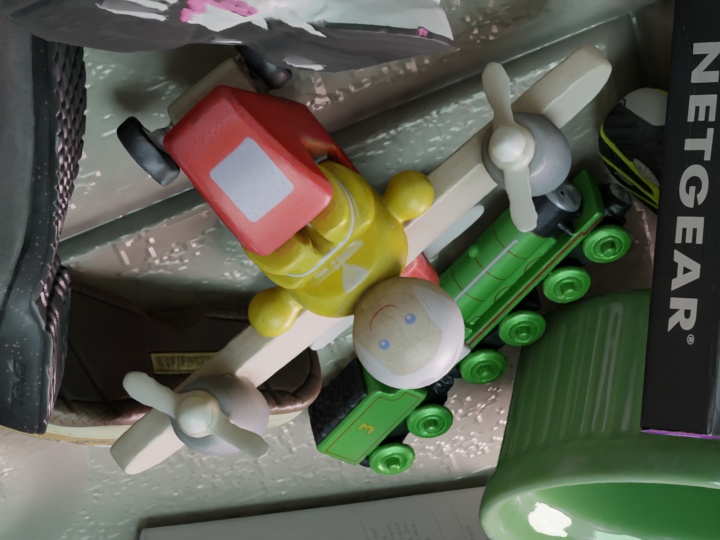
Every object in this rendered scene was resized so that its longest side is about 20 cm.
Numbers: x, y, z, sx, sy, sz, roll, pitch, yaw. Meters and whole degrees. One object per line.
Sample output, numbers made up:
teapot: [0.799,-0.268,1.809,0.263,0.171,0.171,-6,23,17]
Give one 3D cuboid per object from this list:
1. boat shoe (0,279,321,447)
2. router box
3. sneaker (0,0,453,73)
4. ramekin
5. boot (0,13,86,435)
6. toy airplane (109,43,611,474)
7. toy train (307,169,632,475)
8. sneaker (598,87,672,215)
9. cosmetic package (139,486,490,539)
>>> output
boat shoe: [-0.116,0.052,1.236,0.200,0.072,0.076,10,149,-34]
router box: [0.197,-0.025,1.202,0.149,0.200,0.051,6,178,-34]
sneaker: [-0.055,-0.125,1.027,0.080,0.086,0.200,-13,167,43]
ramekin: [0.160,0.083,1.325,0.200,0.098,0.200,7,160,3]
boot: [-0.177,-0.027,1.093,0.132,0.070,0.200,8,113,1]
toy airplane: [0.000,0.000,1.159,0.199,0.141,0.200,-11,137,-30]
toy train: [0.047,0.023,1.303,0.056,0.042,0.200,23,126,-31]
sneaker: [0.176,-0.041,1.276,0.076,0.075,0.200,-52,140,3]
cosmetic package: [-0.022,0.223,1.446,0.200,0.123,0.199,-6,141,-23]
